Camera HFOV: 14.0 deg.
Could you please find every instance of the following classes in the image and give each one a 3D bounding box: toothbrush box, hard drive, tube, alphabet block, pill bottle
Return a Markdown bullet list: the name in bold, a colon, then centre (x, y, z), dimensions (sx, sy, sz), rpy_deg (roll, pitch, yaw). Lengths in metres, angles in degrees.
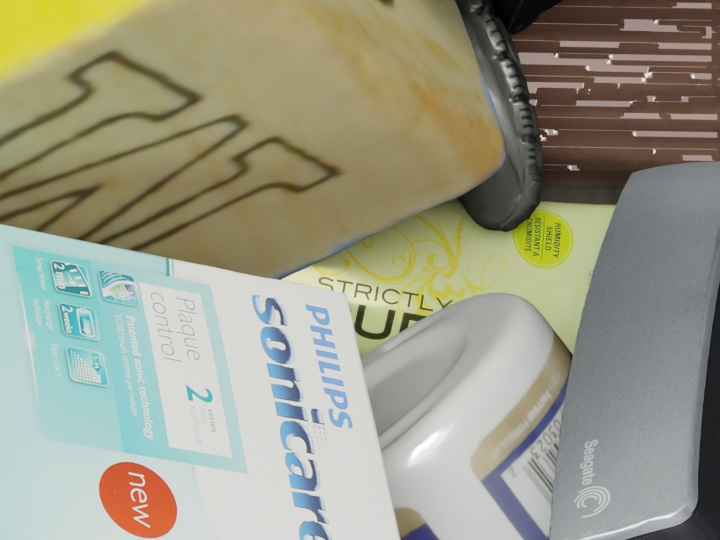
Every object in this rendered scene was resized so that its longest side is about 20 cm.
- **toothbrush box**: centre (-0.093, 0.069, 0.709), dimensions (0.200, 0.085, 0.146), rpy_deg (13, 48, -31)
- **hard drive**: centre (0.116, 0.057, 0.850), dimensions (0.042, 0.200, 0.135), rpy_deg (-30, 110, 27)
- **tube**: centre (0.000, 0.000, 0.933), dimensions (0.200, 0.052, 0.058), rpy_deg (10, 119, -7)
- **alphabet block**: centre (-0.105, -0.093, 0.809), dimensions (0.196, 0.200, 0.195), rpy_deg (-27, 69, 17)
- **pill bottle**: centre (0.062, 0.115, 0.888), dimensions (0.111, 0.111, 0.200), rpy_deg (-38, 103, -6)

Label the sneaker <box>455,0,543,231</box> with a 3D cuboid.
- **sneaker**: centre (-0.014, -0.089, 0.932), dimensions (0.091, 0.076, 0.200), rpy_deg (-34, 78, 1)

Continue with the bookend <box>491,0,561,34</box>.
- **bookend**: centre (0.077, -0.214, 0.931), dimensions (0.200, 0.092, 0.199), rpy_deg (-34, 87, -4)
